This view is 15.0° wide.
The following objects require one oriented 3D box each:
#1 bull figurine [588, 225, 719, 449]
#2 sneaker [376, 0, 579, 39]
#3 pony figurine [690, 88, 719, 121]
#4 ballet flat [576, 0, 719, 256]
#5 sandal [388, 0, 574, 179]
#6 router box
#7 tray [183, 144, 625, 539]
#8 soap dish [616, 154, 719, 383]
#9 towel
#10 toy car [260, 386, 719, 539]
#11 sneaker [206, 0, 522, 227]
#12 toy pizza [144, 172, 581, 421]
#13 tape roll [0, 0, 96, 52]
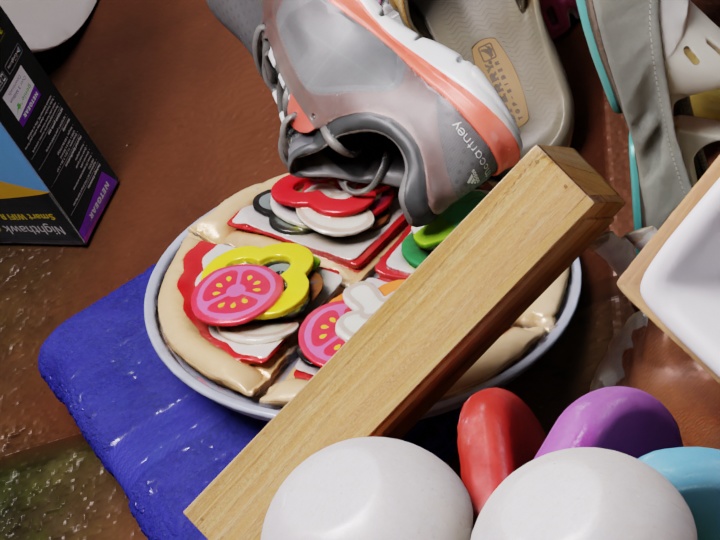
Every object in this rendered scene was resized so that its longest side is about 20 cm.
[{"bbox_3d":[0.154,0.033,1.108,0.199,0.122,0.065,-17,3,6],"label":"bull figurine"},{"bbox_3d":[0.040,-0.142,1.357,0.199,0.074,0.088,-34,47,6],"label":"sneaker"},{"bbox_3d":[0.196,-0.156,1.241,0.199,0.167,0.194,-22,74,7],"label":"pony figurine"},{"bbox_3d":[0.134,-0.069,1.146,0.063,0.201,0.068,-7,28,15],"label":"ballet flat"},{"bbox_3d":[0.040,-0.135,1.276,0.080,0.201,0.054,-26,-1,10],"label":"sandal"},{"bbox_3d":[-0.244,-0.080,1.418,0.199,0.149,0.051,2,51,33],"label":"router box"},{"bbox_3d":[0.021,0.034,1.091,0.200,0.099,0.037,-45,82,10],"label":"tray"},{"bbox_3d":[0.217,0.013,1.003,0.158,0.200,0.081,-52,-11,27],"label":"soap dish"},{"bbox_3d":[-0.051,0.061,1.248,0.147,0.050,0.200,-32,40,-9],"label":"towel"},{"bbox_3d":[0.073,0.112,1.022,0.199,0.175,0.150,0,48,32],"label":"toy car"},{"bbox_3d":[-0.019,-0.087,1.259,0.082,0.077,0.200,-45,52,-14],"label":"sneaker"},{"bbox_3d":[0.000,0.000,1.229,0.199,0.032,0.201,-4,35,3],"label":"toy pizza"},{"bbox_3d":[-0.247,-0.212,1.507,0.138,0.203,0.204,-6,48,28],"label":"tape roll"}]
